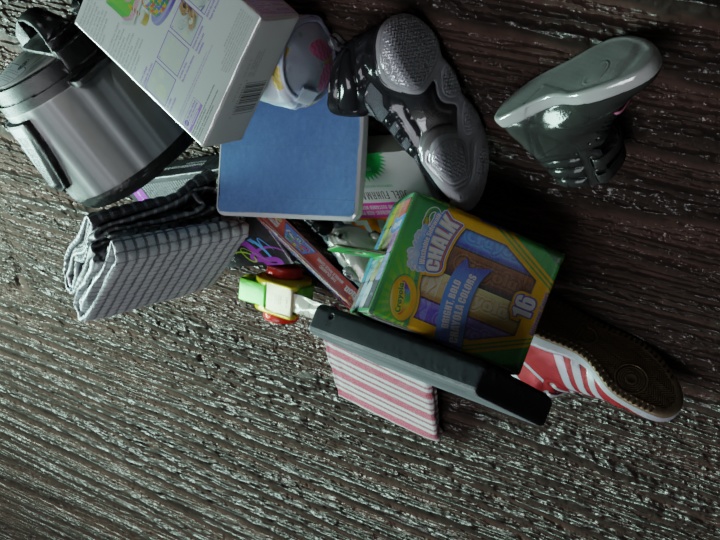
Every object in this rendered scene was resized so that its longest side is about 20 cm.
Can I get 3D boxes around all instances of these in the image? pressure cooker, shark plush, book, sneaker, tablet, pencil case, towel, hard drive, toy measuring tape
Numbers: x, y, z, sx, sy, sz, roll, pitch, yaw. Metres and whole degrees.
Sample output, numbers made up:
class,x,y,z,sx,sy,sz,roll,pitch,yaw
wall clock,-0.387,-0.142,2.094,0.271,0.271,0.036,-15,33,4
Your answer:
class,x,y,z,sx,sy,sz,roll,pitch,yaw
pressure cooker,-0.281,-0.188,1.581,0.176,0.179,0.200,-20,119,31
shark plush,0.000,0.000,1.559,0.200,0.091,0.083,29,172,-6
book,0.040,-0.052,1.563,0.133,0.048,0.200,0,132,36
sneaker,0.040,-0.144,1.415,0.114,0.075,0.200,2,128,45
tablet,-0.071,-0.117,1.537,0.200,0.014,0.131,4,91,41
sneaker,0.230,0.110,1.549,0.200,0.071,0.113,33,145,21
pencil case,-0.120,-0.203,1.474,0.200,0.091,0.083,6,161,37
towel,0.030,0.123,1.797,0.146,0.030,0.200,25,154,21
hard drive,0.067,0.089,1.442,0.200,0.033,0.139,18,173,37
toy measuring tape,-0.061,0.033,1.729,0.200,0.074,0.074,15,142,43
towel,-0.230,-0.026,1.667,0.086,0.165,0.200,68,155,14
sneaker,0.205,-0.128,1.279,0.099,0.071,0.200,45,153,-15

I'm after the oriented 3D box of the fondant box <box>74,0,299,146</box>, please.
class,x,y,z,sx,sy,sz,roll,pitch,yaw
fondant box,-0.164,-0.232,1.413,0.200,0.058,0.145,43,124,22

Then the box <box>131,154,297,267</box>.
class,x,y,z,sx,sy,sz,roll,pitch,yaw
box,-0.170,-0.065,1.755,0.200,0.036,0.143,-1,132,47

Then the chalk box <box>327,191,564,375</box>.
class,x,y,z,sx,sy,sz,roll,pitch,yaw
chalk box,0.069,0.004,1.449,0.199,0.124,0.124,24,176,-8

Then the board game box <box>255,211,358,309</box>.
class,x,y,z,sx,sy,sz,roll,pitch,yaw
board game box,-0.052,-0.012,1.655,0.200,0.019,0.103,45,175,-26
